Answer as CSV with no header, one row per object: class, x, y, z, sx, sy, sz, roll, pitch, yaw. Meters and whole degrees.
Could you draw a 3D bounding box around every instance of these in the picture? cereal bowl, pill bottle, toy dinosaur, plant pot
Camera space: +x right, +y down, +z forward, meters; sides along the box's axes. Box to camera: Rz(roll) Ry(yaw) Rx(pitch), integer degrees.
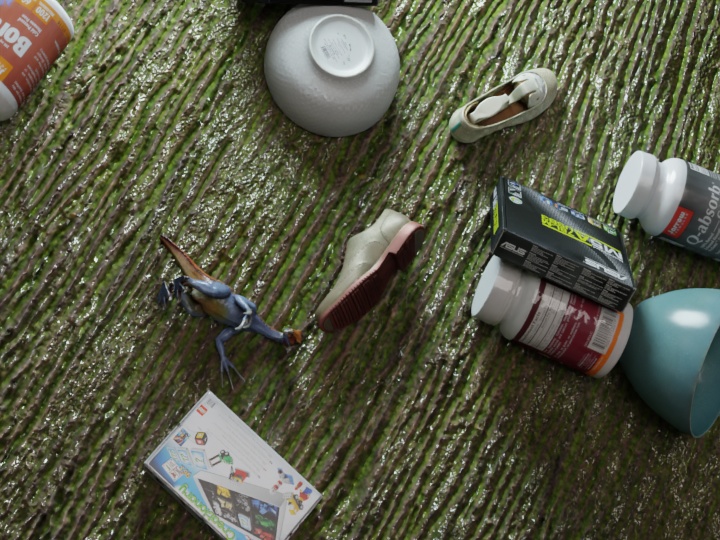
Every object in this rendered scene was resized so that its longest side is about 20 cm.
cereal bowl,-0.034,-0.295,1.831,0.197,0.083,0.203,4,73,-14
pill bottle,-0.469,-0.268,1.696,0.111,0.112,0.201,32,69,-3
pill bottle,0.258,0.057,1.782,0.198,0.114,0.116,24,69,-6
pill bottle,0.470,-0.091,1.880,0.197,0.116,0.117,19,70,-7
toy dinosaur,-0.162,0.041,1.700,0.179,0.105,0.203,13,57,-31
plant pot,0.431,0.108,1.788,0.133,0.201,0.201,22,65,30

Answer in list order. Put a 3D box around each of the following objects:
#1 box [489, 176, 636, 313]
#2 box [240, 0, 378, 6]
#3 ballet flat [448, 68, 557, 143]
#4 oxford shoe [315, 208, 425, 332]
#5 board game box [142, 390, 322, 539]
box,0.271,-0.039,1.789,0.198,0.194,0.048,25,113,-5
box,-0.080,-0.440,1.849,0.197,0.044,0.162,0,48,-14
ballet flat,0.216,-0.241,1.888,0.199,0.062,0.068,-32,84,-21
oxford shoe,0.000,0.000,1.772,0.074,0.071,0.200,34,68,27
board game box,-0.161,0.266,1.656,0.200,0.035,0.126,43,68,1
